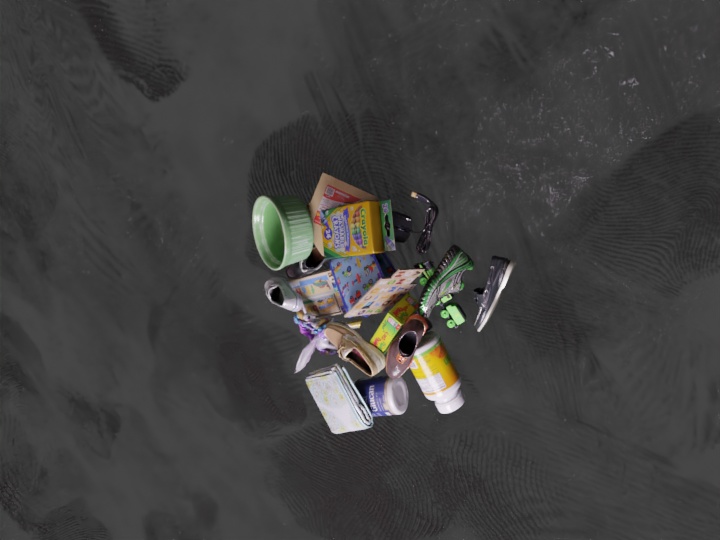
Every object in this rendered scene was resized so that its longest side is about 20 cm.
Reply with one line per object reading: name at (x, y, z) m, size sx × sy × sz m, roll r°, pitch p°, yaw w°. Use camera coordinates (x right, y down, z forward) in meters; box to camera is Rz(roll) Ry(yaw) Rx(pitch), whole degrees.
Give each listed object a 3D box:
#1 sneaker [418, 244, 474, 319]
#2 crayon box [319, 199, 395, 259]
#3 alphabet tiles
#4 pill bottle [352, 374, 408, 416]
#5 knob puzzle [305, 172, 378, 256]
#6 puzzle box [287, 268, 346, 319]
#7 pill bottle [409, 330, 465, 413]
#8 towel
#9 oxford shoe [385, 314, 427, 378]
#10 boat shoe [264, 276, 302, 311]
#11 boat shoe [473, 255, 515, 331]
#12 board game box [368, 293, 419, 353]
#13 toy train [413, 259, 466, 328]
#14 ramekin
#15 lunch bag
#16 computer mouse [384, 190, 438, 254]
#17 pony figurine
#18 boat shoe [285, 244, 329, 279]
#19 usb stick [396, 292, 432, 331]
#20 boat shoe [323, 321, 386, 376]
sneaker at (0.210, 0.041, 1.325) m, size 0.085 × 0.078 × 0.201 m, roll 33°, pitch 98°, yaw 1°
crayon box at (-0.011, -0.101, 1.332) m, size 0.198 × 0.051 × 0.128 m, roll -7°, pitch 89°, yaw 39°
alphabet tiles at (0.071, 0.056, 1.344) m, size 0.200 × 0.166 × 0.008 m, roll -46°, pitch 61°, yaw 36°
pill bottle at (0.032, 0.370, 1.560) m, size 0.197 × 0.111 × 0.113 m, roll -14°, pitch 104°, yaw 31°
knob puzzle at (-0.059, -0.133, 1.424) m, size 0.216 × 0.030 × 0.224 m, roll 1°, pitch 92°, yaw 20°
puzzle box at (-0.113, 0.071, 1.561) m, size 0.198 × 0.025 × 0.135 m, roll -15°, pitch 104°, yaw 31°
pill bottle at (0.204, 0.276, 1.434) m, size 0.110 × 0.111 × 0.202 m, roll -23°, pitch 99°, yaw 32°
towel at (-0.064, 0.368, 1.525) m, size 0.170 × 0.048 × 0.202 m, roll -26°, pitch 92°, yaw 49°
oxford shoe at (0.104, 0.205, 1.344) m, size 0.070 × 0.073 × 0.202 m, roll 24°, pitch 121°, yaw 10°
boat shoe at (-0.240, 0.060, 1.549) m, size 0.199 × 0.066 × 0.075 m, roll 20°, pitch 94°, yaw 51°
boat shoe at (0.312, 0.054, 1.310) m, size 0.065 × 0.074 × 0.202 m, roll 27°, pitch 120°, yaw 17°
board game box at (0.080, 0.159, 1.428) m, size 0.047 × 0.101 × 0.201 m, roll 39°, pitch 136°, yaw 12°
toy train at (0.208, 0.059, 1.386) m, size 0.056 × 0.042 × 0.202 m, roll -31°, pitch 94°, yaw 23°
ramekin at (-0.209, -0.110, 1.451) m, size 0.199 × 0.097 × 0.203 m, roll 26°, pitch 123°, yaw 49°
lunch bag at (0.000, 0.000, 1.418) m, size 0.150 × 0.093 × 0.202 m, roll -40°, pitch 66°, yaw 27°
computer mouse at (0.096, -0.137, 1.331) m, size 0.198 × 0.046 × 0.142 m, roll 23°, pitch 100°, yaw 14°
pony figurine at (-0.111, 0.200, 1.555) m, size 0.197 × 0.167 × 0.196 m, roll 14°, pitch 113°, yaw 2°
boat shoe at (-0.151, -0.028, 1.515) m, size 0.199 × 0.068 × 0.072 m, roll -28°, pitch 98°, yaw 34°
usb stick at (0.121, 0.086, 1.445) m, size 0.055 × 0.033 × 0.201 m, roll -35°, pitch 93°, yaw 40°
boat shoe at (-0.025, 0.209, 1.425) m, size 0.198 × 0.066 × 0.075 m, roll 30°, pitch 132°, yaw 21°
